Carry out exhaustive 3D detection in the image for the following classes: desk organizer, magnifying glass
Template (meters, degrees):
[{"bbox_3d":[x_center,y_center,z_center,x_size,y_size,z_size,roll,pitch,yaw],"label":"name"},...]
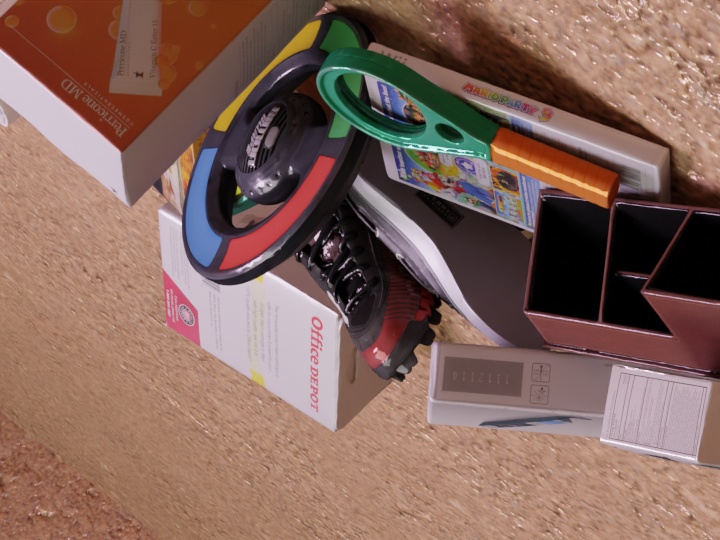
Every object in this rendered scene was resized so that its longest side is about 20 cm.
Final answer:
[{"bbox_3d":[0.178,0.008,1.402,0.199,0.072,0.077,9,148,49],"label":"desk organizer"},{"bbox_3d":[0.063,-0.083,1.427,0.199,0.022,0.080,22,157,17],"label":"magnifying glass"}]

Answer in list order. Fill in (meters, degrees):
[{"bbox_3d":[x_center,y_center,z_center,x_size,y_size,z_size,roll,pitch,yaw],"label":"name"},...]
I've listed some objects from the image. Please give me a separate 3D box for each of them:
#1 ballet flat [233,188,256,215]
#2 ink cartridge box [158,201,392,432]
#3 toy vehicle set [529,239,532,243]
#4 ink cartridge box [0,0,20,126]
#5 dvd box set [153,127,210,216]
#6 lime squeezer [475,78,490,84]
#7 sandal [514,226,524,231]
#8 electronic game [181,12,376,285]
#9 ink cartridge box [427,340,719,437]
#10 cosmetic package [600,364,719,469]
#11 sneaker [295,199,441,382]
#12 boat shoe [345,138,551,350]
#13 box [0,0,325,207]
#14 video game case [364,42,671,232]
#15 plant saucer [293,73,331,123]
[{"bbox_3d":[-0.070,-0.085,1.729,0.067,0.067,0.200,66,158,-3],"label":"ballet flat"},{"bbox_3d":[-0.068,0.022,1.980,0.199,0.083,0.146,31,142,26],"label":"ink cartridge box"},{"bbox_3d":[0.162,0.027,1.627,0.124,0.027,0.200,45,164,-7],"label":"toy vehicle set"},{"bbox_3d":[-0.291,-0.227,1.831,0.200,0.161,0.050,37,159,20],"label":"ink cartridge box"},{"bbox_3d":[-0.144,-0.145,1.733,0.146,0.029,0.201,45,146,46],"label":"dvd box set"},{"bbox_3d":[0.069,-0.096,1.520,0.200,0.038,0.071,12,142,57],"label":"lime squeezer"},{"bbox_3d":[0.077,-0.038,1.635,0.075,0.045,0.200,44,164,-3],"label":"sandal"},{"bbox_3d":[-0.055,-0.082,1.574,0.042,0.201,0.200,30,172,-30],"label":"electronic game"},{"bbox_3d":[0.144,0.088,1.563,0.199,0.045,0.176,5,169,2],"label":"ink cartridge box"},{"bbox_3d":[0.240,0.096,1.374,0.199,0.051,0.082,11,180,-37],"label":"cosmetic package"},{"bbox_3d":[0.000,0.000,1.637,0.098,0.071,0.201,30,-154,-23],"label":"sneaker"},{"bbox_3d":[0.061,-0.016,1.591,0.200,0.069,0.057,48,154,13],"label":"boat shoe"},{"bbox_3d":[-0.131,-0.164,1.537,0.124,0.200,0.098,39,164,11],"label":"box"},{"bbox_3d":[0.100,-0.067,1.471,0.199,0.018,0.143,21,157,18],"label":"video game case"},{"bbox_3d":[-0.055,-0.121,1.760,0.200,0.037,0.200,39,164,13],"label":"plant saucer"}]
